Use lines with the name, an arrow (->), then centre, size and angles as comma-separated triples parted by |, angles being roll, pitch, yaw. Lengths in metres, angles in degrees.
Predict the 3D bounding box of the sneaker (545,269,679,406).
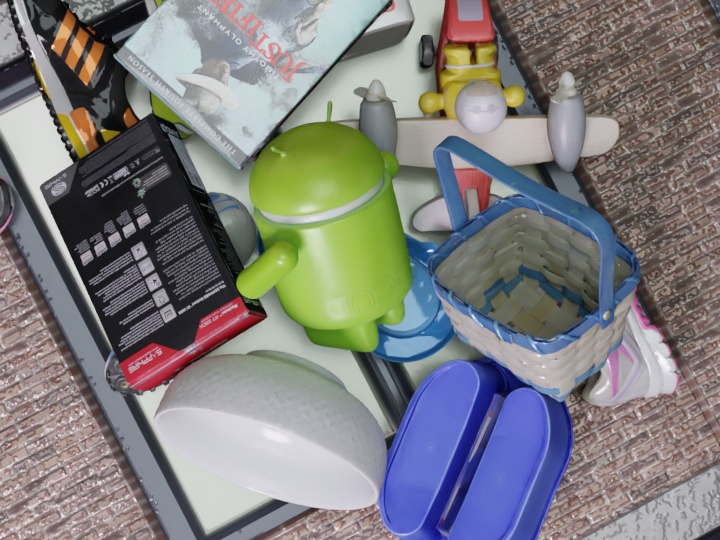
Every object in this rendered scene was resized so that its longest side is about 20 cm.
sneaker -> 0.202, 0.034, 1.501 | 0.088, 0.081, 0.201 | -26, 88, -7

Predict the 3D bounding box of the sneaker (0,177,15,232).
sneaker -> -0.397, -0.043, 1.452 | 0.199, 0.095, 0.079 | -13, 86, -7

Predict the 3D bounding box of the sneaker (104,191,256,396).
sneaker -> -0.160, 0.022, 1.488 | 0.072, 0.072, 0.200 | 30, 97, -30

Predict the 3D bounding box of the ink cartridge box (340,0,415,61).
ink cartridge box -> -0.050, -0.285, 1.498 | 0.145, 0.084, 0.201 | -18, 88, -6

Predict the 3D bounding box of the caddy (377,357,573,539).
caddy -> 0.100, 0.170, 1.475 | 0.141, 0.105, 0.201 | 22, 87, 20

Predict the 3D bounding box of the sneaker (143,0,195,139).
sneaker -> -0.138, -0.218, 1.482 | 0.081, 0.074, 0.201 | -4, 94, 28

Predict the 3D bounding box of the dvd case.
dvd case -> -0.089, -0.206, 1.435 | 0.146, 0.022, 0.200 | 42, 84, -3

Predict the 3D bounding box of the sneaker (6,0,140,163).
sneaker -> -0.245, -0.190, 1.489 | 0.090, 0.070, 0.201 | -22, 93, -11

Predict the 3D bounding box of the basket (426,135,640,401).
basket -> 0.137, -0.007, 1.390 | 0.139, 0.200, 0.176 | -42, 54, -19

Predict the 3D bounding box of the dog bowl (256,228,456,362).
dog bowl -> 0.000, 0.000, 1.503 | 0.200, 0.050, 0.112 | 35, 84, -1

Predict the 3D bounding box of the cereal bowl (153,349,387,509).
cereal bowl -> -0.068, 0.125, 1.425 | 0.199, 0.200, 0.084 | 21, 65, -3

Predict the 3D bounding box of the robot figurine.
robot figurine -> -0.024, -0.033, 1.395 | 0.175, 0.115, 0.201 | -43, 129, -40

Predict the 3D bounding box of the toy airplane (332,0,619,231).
toy airplane -> 0.095, -0.121, 1.471 | 0.199, 0.141, 0.200 | 44, 85, -1

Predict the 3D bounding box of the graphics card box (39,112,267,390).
graphics card box -> -0.176, -0.016, 1.428 | 0.125, 0.051, 0.201 | -32, 74, 13
